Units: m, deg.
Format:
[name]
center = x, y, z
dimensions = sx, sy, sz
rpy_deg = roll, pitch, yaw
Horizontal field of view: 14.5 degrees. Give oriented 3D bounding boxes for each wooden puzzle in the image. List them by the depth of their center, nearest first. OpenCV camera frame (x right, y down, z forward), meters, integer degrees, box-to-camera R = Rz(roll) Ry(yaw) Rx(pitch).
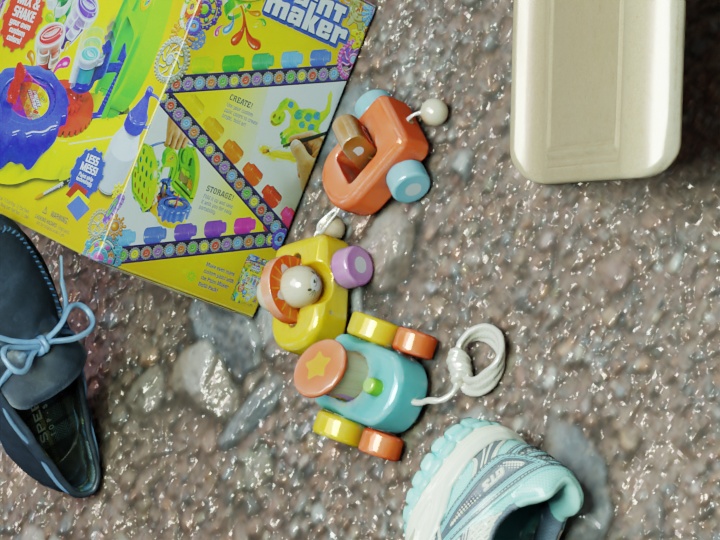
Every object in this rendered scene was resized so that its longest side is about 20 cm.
[wooden puzzle]
center = 0.120, -0.136, 1.373
dimensions = 0.200, 0.037, 0.187
rpy_deg = -176, 88, -76

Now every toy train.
[toy train]
center = 0.000, 0.000, 1.506
dimensions = 0.150, 0.055, 0.201
rpy_deg = -44, 47, 28

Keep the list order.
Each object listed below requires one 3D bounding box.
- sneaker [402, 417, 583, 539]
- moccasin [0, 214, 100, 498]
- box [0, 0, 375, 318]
[sneaker]
center = 0.047, 0.174, 1.370
dimensions = 0.086, 0.077, 0.201
rpy_deg = 16, 87, 46
[moccasin]
center = -0.182, 0.048, 1.618
dimensions = 0.080, 0.201, 0.068
rpy_deg = -39, 47, -19
[box]
center = -0.124, -0.103, 1.635
dimensions = 0.200, 0.122, 0.194
rpy_deg = 23, 91, 49
